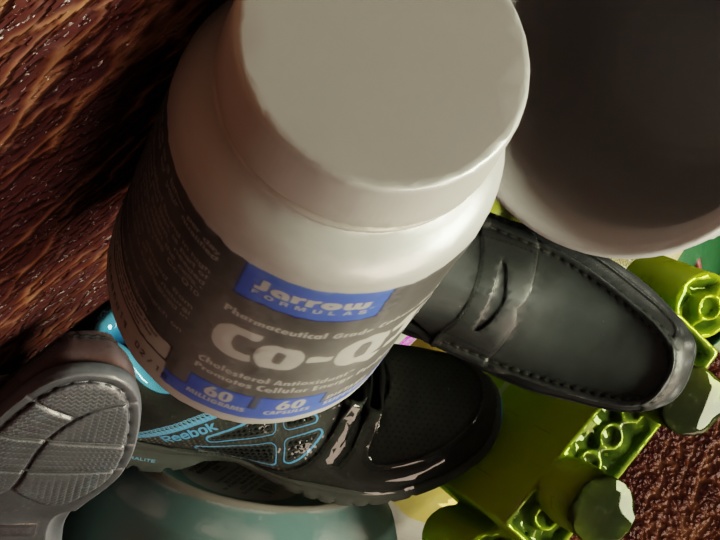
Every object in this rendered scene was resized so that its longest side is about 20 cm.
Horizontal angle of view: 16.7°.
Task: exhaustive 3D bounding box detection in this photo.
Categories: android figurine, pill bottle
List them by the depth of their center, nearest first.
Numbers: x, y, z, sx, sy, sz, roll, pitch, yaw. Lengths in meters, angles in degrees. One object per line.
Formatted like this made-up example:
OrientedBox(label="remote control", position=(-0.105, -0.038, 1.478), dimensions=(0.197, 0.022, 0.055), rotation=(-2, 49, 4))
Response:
OrientedBox(label="pill bottle", position=(-0.017, -0.030, 0.828), dimensions=(0.114, 0.114, 0.200), rotation=(-35, 171, -24))
OrientedBox(label="android figurine", position=(0.092, 0.065, 1.130), dimensions=(0.182, 0.041, 0.200), rotation=(-51, -161, -7))

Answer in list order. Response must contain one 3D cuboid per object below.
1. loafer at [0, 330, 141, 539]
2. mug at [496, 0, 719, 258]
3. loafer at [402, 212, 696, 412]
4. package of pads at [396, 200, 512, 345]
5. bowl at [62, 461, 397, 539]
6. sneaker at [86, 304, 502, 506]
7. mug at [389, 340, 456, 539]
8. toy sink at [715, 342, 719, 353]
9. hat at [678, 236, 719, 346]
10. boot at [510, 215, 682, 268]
OrientedBox(label="loafer", position=(-0.147, 0.079, 1.066), dimensions=(0.071, 0.063, 0.200), rotation=(6, 142, -21))
OrientedBox(label="mug", position=(0.110, -0.084, 1.075), dimensions=(0.199, 0.149, 0.175), rotation=(-9, -176, 20))
OrientedBox(label="loafer", position=(0.044, 0.007, 1.031), dimensions=(0.068, 0.200, 0.070), rotation=(-68, 165, 12))
OrientedBox(label="package of pads", position=(0.000, 0.000, 1.226), dimensions=(0.154, 0.068, 0.200), rotation=(-44, 170, 20))
OrientedBox(label="bowl", position=(-0.060, 0.138, 1.159), dimensions=(0.201, 0.200, 0.106), rotation=(-21, 126, -64))
OrientedBox(label="sneaker", position=(-0.031, 0.055, 1.090), dimensions=(0.199, 0.074, 0.082), rotation=(2, 148, -9))
OrientedBox(label="mug", position=(0.022, 0.087, 1.490), dimensions=(0.149, 0.153, 0.187), rotation=(-38, 171, -4))
OrientedBox(label="toy sink", position=(0.167, -0.008, 1.451), dimensions=(0.112, 0.200, 0.130), rotation=(-39, 173, -3))
OrientedBox(label="hat", position=(0.137, -0.065, 1.287), dimensions=(0.165, 0.201, 0.176), rotation=(-6, 156, -4))
OrientedBox(label="boot", position=(0.174, -0.042, 1.238), dimensions=(0.073, 0.199, 0.156), rotation=(23, -89, 58))
